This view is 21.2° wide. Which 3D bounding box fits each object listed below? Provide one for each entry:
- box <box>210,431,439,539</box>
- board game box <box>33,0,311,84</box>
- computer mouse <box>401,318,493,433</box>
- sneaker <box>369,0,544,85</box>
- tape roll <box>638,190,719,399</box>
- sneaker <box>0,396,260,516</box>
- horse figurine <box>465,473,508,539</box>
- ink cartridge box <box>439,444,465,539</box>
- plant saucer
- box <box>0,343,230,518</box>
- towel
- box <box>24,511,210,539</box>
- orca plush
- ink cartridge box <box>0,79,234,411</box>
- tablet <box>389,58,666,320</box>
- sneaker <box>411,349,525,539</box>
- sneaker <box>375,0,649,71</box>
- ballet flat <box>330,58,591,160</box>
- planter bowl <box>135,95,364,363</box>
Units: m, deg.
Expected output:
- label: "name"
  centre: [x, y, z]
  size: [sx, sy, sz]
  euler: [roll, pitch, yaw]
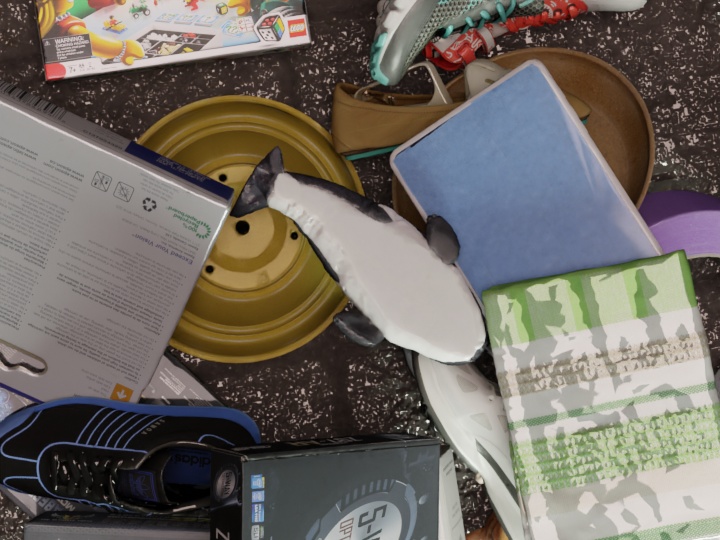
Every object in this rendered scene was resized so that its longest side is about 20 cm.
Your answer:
- label: "box"
  centre: [-0.023, 0.214, 1.289]
  size: [0.159, 0.043, 0.201]
  euler: [0, 93, -34]
- label: "board game box"
  centre: [-0.143, -0.214, 1.419]
  size: [0.199, 0.035, 0.127]
  euler: [-9, 91, -6]
- label: "computer mouse"
  centre: [0.123, 0.035, 1.444]
  size: [0.199, 0.044, 0.110]
  euler: [-24, 109, -8]
- label: "sneaker"
  centre: [0.086, -0.202, 1.362]
  size: [0.091, 0.078, 0.200]
  euler: [39, 85, 0]
- label: "tape roll"
  centre: [0.235, 0.045, 1.420]
  size: [0.199, 0.066, 0.201]
  euler: [-4, 106, -14]
- label: "sneaker"
  centre: [-0.169, 0.132, 1.331]
  size: [0.199, 0.078, 0.071]
  euler: [-4, 109, 5]
- label: "horse figurine"
  centre: [0.135, 0.235, 1.446]
  size: [0.133, 0.050, 0.200]
  euler: [-44, 89, -1]
- label: "ink cartridge box"
  centre: [0.007, 0.238, 1.399]
  size: [0.146, 0.083, 0.201]
  euler: [-8, 91, 11]
- label: "plant saucer"
  centre: [0.122, -0.069, 1.409]
  size: [0.199, 0.035, 0.201]
  euler: [-10, 61, 19]
- label: "box"
  centre: [-0.205, 0.105, 1.406]
  size: [0.200, 0.051, 0.158]
  euler: [43, 86, -6]
- label: "towel"
  centre: [0.171, 0.097, 1.316]
  size: [0.148, 0.031, 0.201]
  euler: [-11, 90, 8]
- label: "box"
  centre: [-0.136, 0.254, 1.345]
  size: [0.199, 0.051, 0.159]
  euler: [1, 94, 6]
- label: "orca plush"
  centre: [0.000, 0.000, 1.349]
  size: [0.199, 0.071, 0.106]
  euler: [24, 79, -1]
- label: "ink cartridge box"
  centre: [-0.215, -0.009, 1.345]
  size: [0.196, 0.043, 0.201]
  euler: [25, 112, -5]
- label: "tablet"
  centre: [0.123, -0.031, 1.337]
  size: [0.130, 0.014, 0.201]
  euler: [-33, 85, 11]
- label: "sneaker"
  centre: [0.127, 0.108, 1.372]
  size: [0.115, 0.076, 0.201]
  euler: [-30, 97, 20]
- label: "sneaker"
  centre: [0.111, -0.193, 1.430]
  size: [0.200, 0.067, 0.109]
  euler: [16, 85, -2]
- label: "ballet flat"
  centre: [0.067, -0.122, 1.391]
  size: [0.199, 0.069, 0.063]
  euler: [-7, 100, 21]
- label: "planter bowl"
  centre: [-0.088, -0.030, 1.402]
  size: [0.199, 0.083, 0.202]
  euler: [0, 91, -7]
